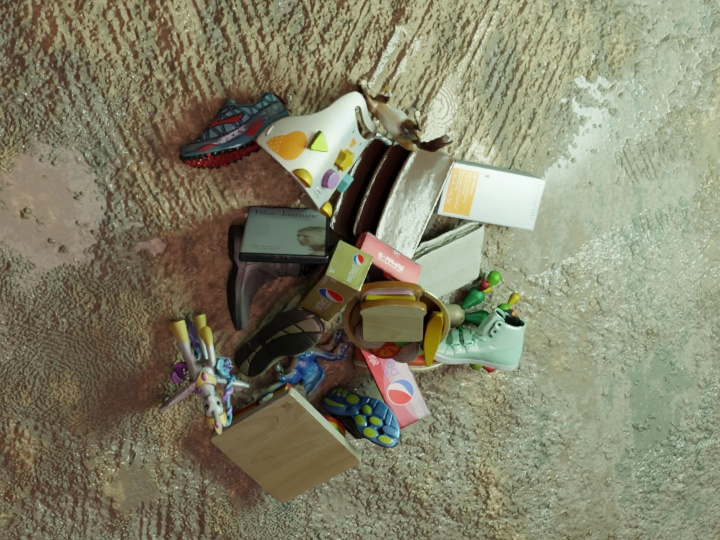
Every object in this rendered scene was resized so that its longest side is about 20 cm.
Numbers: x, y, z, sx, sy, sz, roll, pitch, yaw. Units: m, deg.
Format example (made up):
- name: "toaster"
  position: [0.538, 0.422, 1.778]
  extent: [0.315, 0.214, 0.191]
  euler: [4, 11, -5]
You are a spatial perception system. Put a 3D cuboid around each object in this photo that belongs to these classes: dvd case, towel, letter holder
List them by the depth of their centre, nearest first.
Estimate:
- name: "dvd case"
  position: [-0.123, -0.061, 1.580]
  extent: [0.143, 0.200, 0.018]
  euler: [2, 116, -2]
- name: "letter holder"
  position: [0.050, -0.135, 1.653]
  extent: [0.142, 0.101, 0.200]
  euler: [28, 80, -21]
- name: "towel"
  position: [0.143, -0.003, 1.742]
  extent: [0.200, 0.034, 0.133]
  euler: [-24, 137, -27]

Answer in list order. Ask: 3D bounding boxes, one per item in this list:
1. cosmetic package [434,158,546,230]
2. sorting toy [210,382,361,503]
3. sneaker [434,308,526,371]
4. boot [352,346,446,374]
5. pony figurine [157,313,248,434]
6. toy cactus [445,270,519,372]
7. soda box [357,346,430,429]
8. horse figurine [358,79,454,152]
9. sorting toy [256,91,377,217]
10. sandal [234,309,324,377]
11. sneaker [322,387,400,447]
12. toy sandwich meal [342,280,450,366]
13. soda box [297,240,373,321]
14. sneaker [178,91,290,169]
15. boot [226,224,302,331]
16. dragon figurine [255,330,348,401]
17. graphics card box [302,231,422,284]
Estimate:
- name: "cosmetic package"
  position: [0.230, -0.142, 1.748]
  extent: [0.200, 0.071, 0.102]
  euler: [7, 103, -20]
- name: "sorting toy"
  position: [-0.132, 0.308, 1.738]
  extent: [0.200, 0.070, 0.199]
  euler: [-32, 114, 25]
- name: "sneaker"
  position: [0.203, 0.111, 1.737]
  extent: [0.200, 0.074, 0.118]
  euler: [8, 119, -6]
- name: "boot"
  position: [0.086, 0.136, 1.789]
  extent: [0.200, 0.075, 0.107]
  euler: [-1, 102, -16]
- name: "pony figurine"
  position: [-0.279, 0.180, 1.643]
  extent: [0.166, 0.193, 0.200]
  euler: [-16, 91, -15]
- name: "toy cactus"
  position: [0.213, 0.098, 1.813]
  extent: [0.165, 0.102, 0.200]
  euler: [7, 112, -9]
- name: "soda box"
  position: [0.055, 0.184, 1.729]
  extent: [0.070, 0.063, 0.200]
  euler: [-26, 101, -3]
- name: "horse figurine"
  position: [0.063, -0.255, 1.587]
  extent: [0.200, 0.133, 0.050]
  euler: [41, 83, 6]
- name: "sorting toy"
  position: [-0.048, -0.204, 1.584]
  extent: [0.180, 0.107, 0.200]
  euler: [-48, 149, -7]
- name: "sandal"
  position: [-0.145, 0.124, 1.694]
  extent: [0.201, 0.057, 0.080]
  euler: [-29, 91, 31]
- name: "sneaker"
  position: [0.011, 0.274, 1.744]
  extent: [0.071, 0.200, 0.083]
  euler: [-51, 127, -16]
- name: "toy sandwich meal"
  position: [0.061, 0.097, 1.603]
  extent: [0.205, 0.070, 0.205]
  euler: [2, 133, 2]
- name: "soda box"
  position: [-0.045, 0.022, 1.590]
  extent: [0.064, 0.200, 0.068]
  euler: [26, 67, -7]
- name: "sneaker"
  position: [-0.215, -0.237, 1.594]
  extent: [0.200, 0.079, 0.096]
  euler: [-20, 76, 2]
- name: "boot"
  position: [-0.166, 0.012, 1.678]
  extent: [0.132, 0.070, 0.200]
  euler: [-3, 111, -22]
- name: "dragon figurine"
  position: [-0.105, 0.188, 1.751]
  extent: [0.099, 0.059, 0.200]
  euler: [34, 93, -23]
- name: "graphics card box"
  position: [0.000, 0.000, 1.654]
  extent: [0.125, 0.200, 0.051]
  euler: [31, 66, -24]
